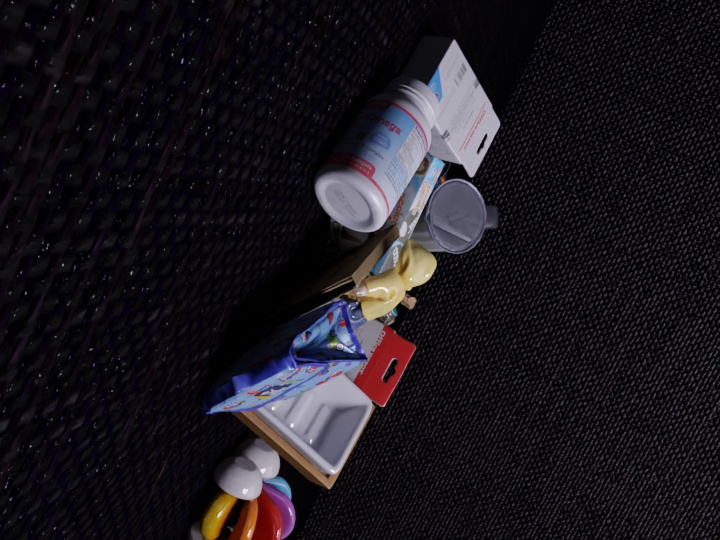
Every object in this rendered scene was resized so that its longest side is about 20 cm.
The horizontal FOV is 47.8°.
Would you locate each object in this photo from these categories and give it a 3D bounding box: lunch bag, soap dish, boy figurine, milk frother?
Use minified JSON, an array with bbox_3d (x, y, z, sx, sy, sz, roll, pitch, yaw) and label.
[{"bbox_3d":[-0.105,0.119,1.040,0.148,0.096,0.199,-28,174,25],"label":"lunch bag"},{"bbox_3d":[-0.090,0.203,1.210,0.081,0.200,0.158,-35,-165,49],"label":"soap dish"},{"bbox_3d":[0.020,0.032,1.161,0.199,0.065,0.124,-40,160,4],"label":"boy figurine"},{"bbox_3d":[0.126,-0.138,1.376,0.177,0.205,0.187,-22,-169,-26],"label":"milk frother"}]

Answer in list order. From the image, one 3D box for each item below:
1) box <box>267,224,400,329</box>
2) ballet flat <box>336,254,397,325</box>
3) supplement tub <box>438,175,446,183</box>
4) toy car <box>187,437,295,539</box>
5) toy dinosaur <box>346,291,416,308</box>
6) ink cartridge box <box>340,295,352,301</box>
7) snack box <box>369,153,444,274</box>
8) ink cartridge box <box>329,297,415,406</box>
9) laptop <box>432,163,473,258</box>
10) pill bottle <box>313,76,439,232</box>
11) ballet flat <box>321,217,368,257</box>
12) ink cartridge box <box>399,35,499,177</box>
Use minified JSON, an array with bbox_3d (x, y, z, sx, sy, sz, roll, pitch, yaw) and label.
[{"bbox_3d":[-0.036,0.008,1.194,0.161,0.022,0.200,-28,-169,29],"label":"box"},{"bbox_3d":[0.000,0.000,1.372,0.074,0.205,0.068,-18,176,13],"label":"ballet flat"},{"bbox_3d":[0.102,-0.145,1.568,0.201,0.105,0.108,-55,169,-45],"label":"supplement tub"},{"bbox_3d":[-0.179,0.392,1.336,0.178,0.148,0.200,-65,171,13],"label":"toy car"},{"bbox_3d":[-0.006,0.027,1.266,0.106,0.195,0.062,-153,-113,-64],"label":"toy dinosaur"},{"bbox_3d":[-0.009,0.034,1.504,0.149,0.082,0.200,-63,170,-2],"label":"ink cartridge box"},{"bbox_3d":[0.042,-0.103,1.293,0.037,0.115,0.204,17,101,-52],"label":"snack box"},{"bbox_3d":[-0.020,0.124,1.315,0.118,0.197,0.067,-58,171,-10],"label":"ink cartridge box"},{"bbox_3d":[0.153,-0.155,1.725,0.200,0.114,0.191,-61,176,-72],"label":"laptop"},{"bbox_3d":[0.027,-0.159,1.072,0.202,0.107,0.109,-59,171,-28],"label":"pill bottle"},{"bbox_3d":[-0.017,-0.070,1.203,0.073,0.071,0.202,-57,170,-31],"label":"ballet flat"},{"bbox_3d":[0.137,-0.252,1.274,0.117,0.066,0.200,-60,139,-14],"label":"ink cartridge box"}]
